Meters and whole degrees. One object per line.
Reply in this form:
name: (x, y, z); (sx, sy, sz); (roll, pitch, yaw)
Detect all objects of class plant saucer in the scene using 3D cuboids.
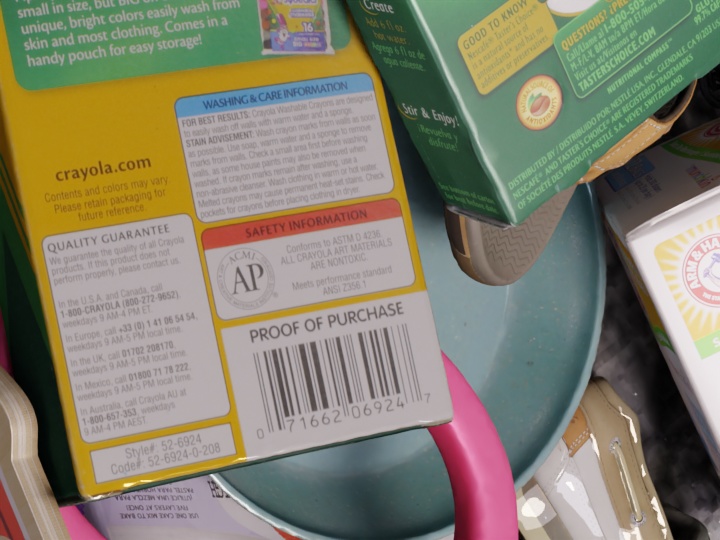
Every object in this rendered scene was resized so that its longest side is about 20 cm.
plant saucer: (0.000, 0.000, 0.834); (0.199, 0.036, 0.202); (1, 88, -31)

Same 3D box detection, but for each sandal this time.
sandal: (0.096, -0.079, 0.801); (0.201, 0.055, 0.082); (-55, 146, 4)

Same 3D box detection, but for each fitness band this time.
fitness band: (-0.035, 0.064, 0.752); (0.200, 0.037, 0.144); (38, 63, -15)

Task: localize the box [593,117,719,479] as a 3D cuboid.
box: (0.177, 0.041, 0.884); (0.101, 0.113, 0.201); (-25, 103, 4)

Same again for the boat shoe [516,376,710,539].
boat shoe: (0.119, 0.130, 0.956); (0.068, 0.075, 0.200); (-35, 122, -4)

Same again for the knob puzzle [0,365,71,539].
knob puzzle: (-0.156, 0.092, 0.734); (0.030, 0.219, 0.221); (-12, 116, -39)

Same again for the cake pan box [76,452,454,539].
cake pan box: (-0.011, 0.152, 0.817); (0.199, 0.185, 0.052); (8, 144, -42)

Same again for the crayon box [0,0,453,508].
crayon box: (-0.055, -0.038, 0.711); (0.125, 0.052, 0.201); (-10, 86, -25)

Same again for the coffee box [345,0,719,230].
coffee box: (0.041, -0.129, 0.697); (0.123, 0.044, 0.201); (-39, 119, -19)

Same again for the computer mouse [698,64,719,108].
computer mouse: (0.224, -0.137, 0.921); (0.199, 0.046, 0.141); (-1, 115, -15)
